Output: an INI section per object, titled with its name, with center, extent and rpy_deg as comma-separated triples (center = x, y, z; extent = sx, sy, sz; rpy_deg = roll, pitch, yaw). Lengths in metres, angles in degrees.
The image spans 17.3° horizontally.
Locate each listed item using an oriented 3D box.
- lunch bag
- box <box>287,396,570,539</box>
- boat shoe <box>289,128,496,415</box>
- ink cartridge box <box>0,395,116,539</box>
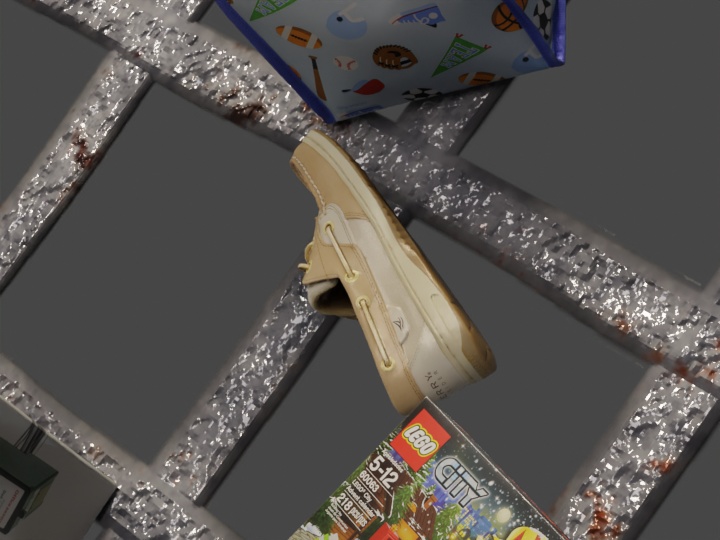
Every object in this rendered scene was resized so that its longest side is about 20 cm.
[lunch bag]
center = 0.005, -0.193, 1.353
extent = 0.170, 0.200, 0.124
rpy_deg = -15, 56, 27
[box]
center = 0.048, 0.174, 1.171
extent = 0.137, 0.038, 0.200
rpy_deg = -47, 48, 2
[boat shoe]
center = 0.000, 0.000, 1.326
extent = 0.069, 0.074, 0.200
rpy_deg = -36, 50, 3
[ink cartridge box]
center = -0.258, 0.091, 1.362
extent = 0.146, 0.200, 0.084
rpy_deg = 24, 76, 40
